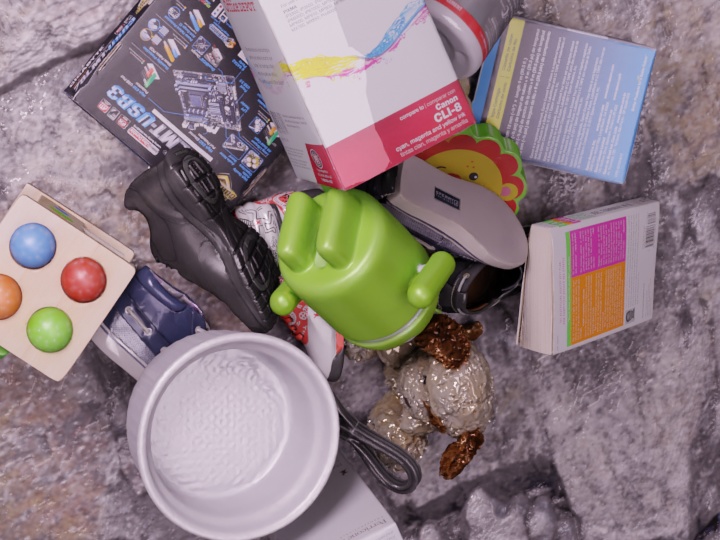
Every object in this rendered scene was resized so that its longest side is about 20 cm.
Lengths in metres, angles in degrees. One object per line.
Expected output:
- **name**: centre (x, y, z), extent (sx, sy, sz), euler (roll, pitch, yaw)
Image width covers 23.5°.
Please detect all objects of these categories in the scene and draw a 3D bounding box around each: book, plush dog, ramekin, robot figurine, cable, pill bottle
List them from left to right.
- **ramekin**: centre (-0.130, 0.152, 1.668), extent (0.200, 0.098, 0.201), euler (-3, 99, -22)
- **cable**: centre (-0.019, 0.150, 1.763), extent (0.200, 0.050, 0.097), euler (24, 117, 4)
- **robot figurine**: centre (0.000, 0.000, 1.631), extent (0.200, 0.175, 0.116), euler (45, 46, -49)
- **plush dog**: centre (0.082, 0.112, 1.769), extent (0.160, 0.172, 0.200), euler (-20, 110, -14)
- **pill bottle**: centre (0.112, -0.294, 1.672), extent (0.114, 0.114, 0.200), euler (43, 67, -25)
- **book**: centre (0.247, 0.002, 1.823), extent (0.200, 0.048, 0.134), euler (-13, 110, -46)

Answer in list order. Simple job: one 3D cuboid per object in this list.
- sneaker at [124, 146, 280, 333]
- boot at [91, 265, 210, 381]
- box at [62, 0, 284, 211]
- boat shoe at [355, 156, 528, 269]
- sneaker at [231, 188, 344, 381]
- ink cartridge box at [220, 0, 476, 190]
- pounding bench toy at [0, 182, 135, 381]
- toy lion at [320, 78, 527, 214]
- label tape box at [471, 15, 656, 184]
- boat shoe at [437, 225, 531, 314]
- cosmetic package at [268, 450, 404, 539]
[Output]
- **sneaker**: centre (-0.149, -0.021, 1.661), extent (0.091, 0.076, 0.200), euler (-27, 103, 25)
- **boot**: centre (-0.172, 0.088, 1.724), extent (0.090, 0.073, 0.200), euler (-46, 114, 4)
- **box**: centre (-0.147, -0.182, 1.671), extent (0.200, 0.050, 0.199), euler (40, 89, -25)
- **boat shoe**: centre (0.071, -0.050, 1.719), extent (0.200, 0.093, 0.075), euler (30, 55, -33)
- **sneaker**: centre (-0.079, 0.021, 1.746), extent (0.108, 0.067, 0.202), euler (-10, 106, -15)
- **ink cartridge box**: centre (-0.017, -0.196, 1.555), extent (0.144, 0.145, 0.200), euler (-28, 106, -12)
- **pounding bench toy**: centre (-0.314, 0.040, 1.602), extent (0.124, 0.156, 0.200), euler (34, 92, -11)
- **toy lion**: centre (0.061, -0.100, 1.742), extent (0.200, 0.069, 0.192), euler (-15, 126, 9)
- **label tape box**: centre (0.188, -0.181, 1.777), extent (0.200, 0.066, 0.144), euler (13, 101, -1)
- **boat shoe**: centre (0.151, 0.002, 1.797), extent (0.200, 0.068, 0.072), euler (-20, 109, -39)
- **cosmetic package**: centre (-0.029, 0.269, 1.758), extent (0.113, 0.200, 0.081), euler (-28, 113, -11)
